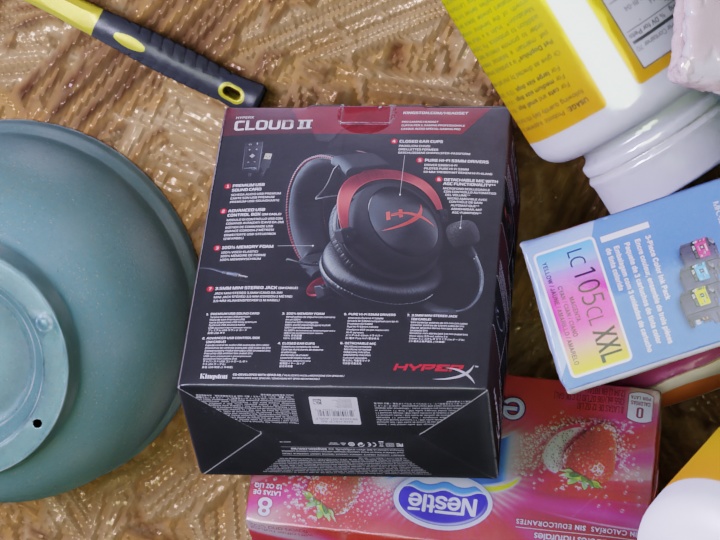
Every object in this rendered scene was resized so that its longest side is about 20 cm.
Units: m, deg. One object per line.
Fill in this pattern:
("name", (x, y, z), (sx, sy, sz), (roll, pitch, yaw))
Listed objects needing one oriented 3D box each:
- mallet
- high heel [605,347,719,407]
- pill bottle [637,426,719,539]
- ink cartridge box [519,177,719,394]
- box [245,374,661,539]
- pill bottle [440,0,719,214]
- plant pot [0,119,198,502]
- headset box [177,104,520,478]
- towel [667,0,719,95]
("mallet", (-0.138, -0.139, 1.427), (0.200, 0.041, 0.066), (20, 107, 0))
("high heel", (0.185, -0.001, 1.399), (0.200, 0.067, 0.096), (-30, 73, 23))
("pill bottle", (0.201, 0.121, 1.310), (0.111, 0.200, 0.111), (30, 145, 24))
("ink cartridge box", (0.182, -0.007, 1.293), (0.200, 0.136, 0.077), (-16, 87, 7))
("box", (0.049, 0.111, 1.399), (0.199, 0.100, 0.096), (6, 65, 7))
("pill bottle", (0.104, -0.129, 1.352), (0.109, 0.109, 0.200), (-31, 95, 13))
("plant pot", (-0.190, 0.033, 1.418), (0.200, 0.134, 0.201), (2, 103, 8))
("headset box", (0.000, 0.000, 1.366), (0.148, 0.200, 0.075), (0, 141, 8))
("towel", (0.243, -0.163, 1.299), (0.199, 0.032, 0.192), (7, 77, -11))
